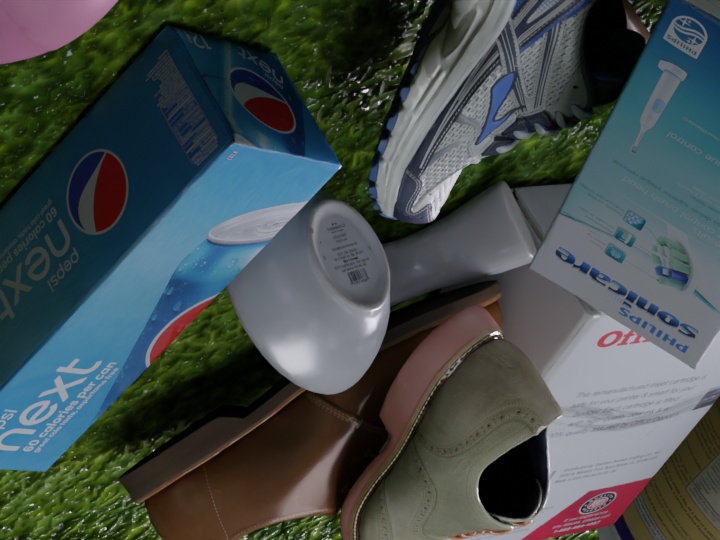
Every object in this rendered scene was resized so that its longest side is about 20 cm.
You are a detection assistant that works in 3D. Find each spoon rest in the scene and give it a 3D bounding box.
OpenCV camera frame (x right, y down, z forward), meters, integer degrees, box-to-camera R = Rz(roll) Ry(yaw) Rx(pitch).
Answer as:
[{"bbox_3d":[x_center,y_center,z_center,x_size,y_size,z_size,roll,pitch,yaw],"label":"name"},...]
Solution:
[{"bbox_3d":[0.000,0.000,1.238,0.061,0.099,0.200,-28,170,34],"label":"spoon rest"}]

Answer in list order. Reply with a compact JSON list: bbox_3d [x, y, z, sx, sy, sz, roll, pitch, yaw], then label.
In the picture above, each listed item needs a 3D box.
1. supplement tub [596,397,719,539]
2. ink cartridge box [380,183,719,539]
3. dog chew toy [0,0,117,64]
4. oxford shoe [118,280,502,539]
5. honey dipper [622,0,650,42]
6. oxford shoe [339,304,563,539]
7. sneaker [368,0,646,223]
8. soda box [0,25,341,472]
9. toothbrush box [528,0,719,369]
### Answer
[{"bbox_3d":[0.236,0.101,1.556,0.145,0.146,0.200,0,140,-44],"label":"supplement tub"},{"bbox_3d":[0.101,0.047,1.404,0.145,0.083,0.200,-6,143,-38],"label":"ink cartridge box"},{"bbox_3d":[-0.165,-0.103,0.877,0.200,0.125,0.125,-25,153,6],"label":"dog chew toy"},{"bbox_3d":[-0.011,0.071,1.332,0.200,0.071,0.071,-33,-179,11],"label":"oxford shoe"},{"bbox_3d":[0.130,-0.091,1.267,0.038,0.038,0.200,-34,147,7],"label":"honey dipper"},{"bbox_3d":[0.042,0.102,1.298,0.071,0.074,0.200,-36,157,-28],"label":"oxford shoe"},{"bbox_3d":[0.064,-0.079,1.135,0.085,0.077,0.200,24,137,-3],"label":"sneaker"},{"bbox_3d":[-0.103,-0.004,1.147,0.200,0.064,0.068,-44,149,26],"label":"soda box"},{"bbox_3d":[0.157,-0.077,1.119,0.146,0.085,0.200,-55,174,-33],"label":"toothbrush box"}]
